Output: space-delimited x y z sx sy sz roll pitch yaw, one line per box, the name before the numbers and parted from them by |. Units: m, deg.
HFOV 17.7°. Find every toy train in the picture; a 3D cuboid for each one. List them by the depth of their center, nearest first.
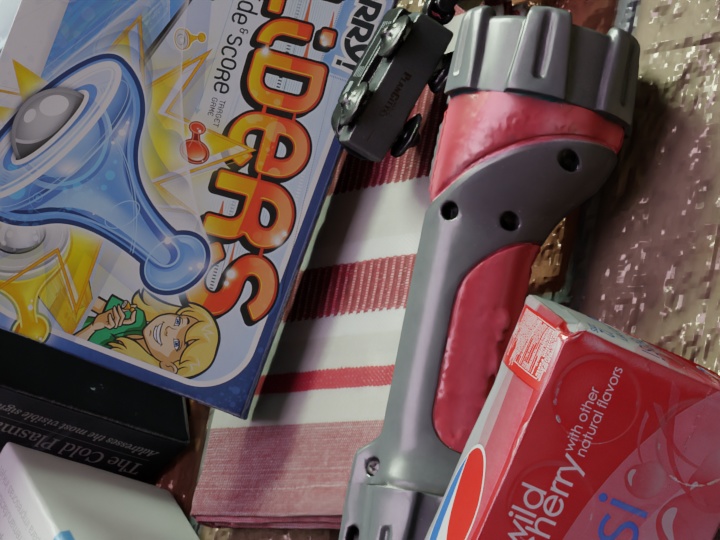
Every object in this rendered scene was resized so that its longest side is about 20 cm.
toy train | 0.047 -0.128 0.840 0.201 0.034 0.046 -59 16 -4

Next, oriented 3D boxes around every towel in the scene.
towel | 0.000 0.000 0.873 0.144 0.023 0.202 -8 65 54

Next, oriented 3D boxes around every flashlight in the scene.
flashlight | 0.046 0.016 0.769 0.068 0.068 0.202 -6 72 62

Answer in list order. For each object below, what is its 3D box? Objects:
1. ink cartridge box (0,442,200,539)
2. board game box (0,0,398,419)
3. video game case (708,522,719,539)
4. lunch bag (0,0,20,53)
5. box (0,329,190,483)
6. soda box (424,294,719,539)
ink cartridge box | -0.129 0.193 0.890 0.201 0.083 0.145 -60 36 13
board game box | -0.071 -0.061 0.875 0.034 0.134 0.201 87 -157 -86
video game case | 0.143 0.167 0.592 0.199 0.022 0.183 5 76 54
lunch bag | -0.161 -0.122 1.066 0.199 0.127 0.171 -28 53 31
box | -0.205 0.054 0.964 0.182 0.199 0.105 -42 44 34
soda box | 0.047 0.114 0.693 0.063 0.070 0.201 -128 61 -81
